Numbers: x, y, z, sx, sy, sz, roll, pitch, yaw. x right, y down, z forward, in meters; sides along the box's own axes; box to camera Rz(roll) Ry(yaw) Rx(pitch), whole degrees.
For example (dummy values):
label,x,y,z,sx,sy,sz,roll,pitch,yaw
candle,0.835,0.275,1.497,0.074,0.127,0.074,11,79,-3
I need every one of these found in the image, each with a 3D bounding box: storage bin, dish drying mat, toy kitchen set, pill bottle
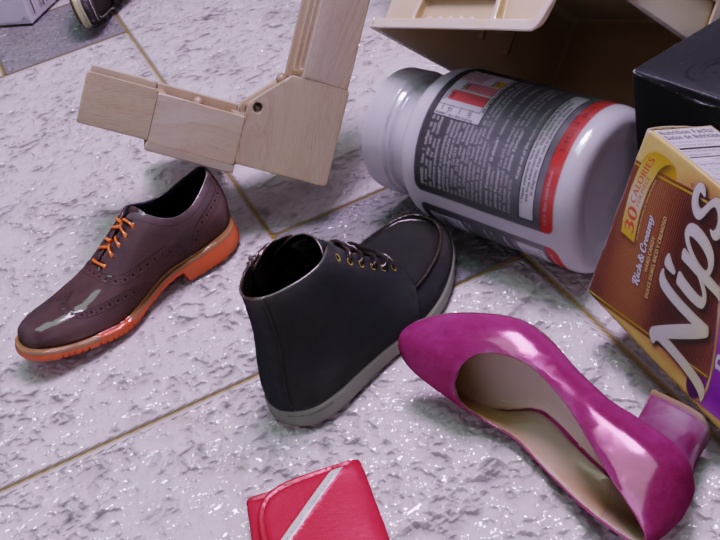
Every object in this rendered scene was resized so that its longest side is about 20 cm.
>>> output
label,x,y,z,sx,sy,sz,roll,pitch,yaw
storage bin,0.149,-0.177,0.804,0.197,0.198,0.095,20,89,54
dish drying mat,-0.010,0.181,0.576,0.075,0.018,0.201,-16,36,-6
toy kitchen set,-0.114,-0.183,0.915,0.196,0.184,0.163,13,7,-14
pill bottle,0.101,-0.081,0.804,0.198,0.117,0.115,23,49,39

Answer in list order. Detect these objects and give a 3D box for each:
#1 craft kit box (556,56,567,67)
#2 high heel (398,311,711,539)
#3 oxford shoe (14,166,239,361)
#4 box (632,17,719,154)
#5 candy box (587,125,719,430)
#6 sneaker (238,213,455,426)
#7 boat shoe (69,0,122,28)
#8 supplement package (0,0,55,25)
label,x,y,z,sx,sy,sz,roll,pitch,yaw
craft kit box,0.218,-0.225,1.020,0.194,0.049,0.201,-4,37,17
high heel,0.093,0.087,0.628,0.198,0.068,0.096,24,38,23
oxford shoe,-0.181,-0.008,0.833,0.071,0.073,0.199,21,48,38
box,0.294,-0.093,0.730,0.198,0.150,0.124,-31,38,-23
candy box,0.215,0.020,0.609,0.056,0.118,0.201,-5,37,-26
sneaker,0.000,0.000,0.736,0.074,0.108,0.200,12,43,31
boat shoe,-0.306,-0.353,1.329,0.064,0.074,0.201,-15,36,6
supplement package,-0.471,-0.413,1.352,0.153,0.203,0.112,2,38,20
